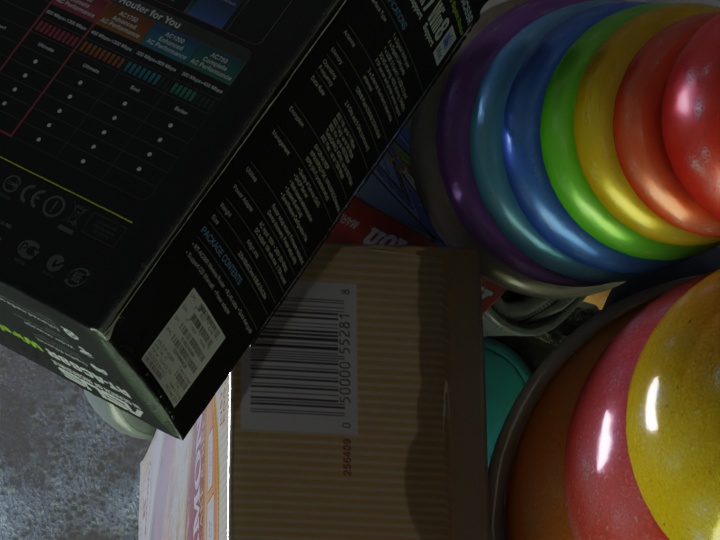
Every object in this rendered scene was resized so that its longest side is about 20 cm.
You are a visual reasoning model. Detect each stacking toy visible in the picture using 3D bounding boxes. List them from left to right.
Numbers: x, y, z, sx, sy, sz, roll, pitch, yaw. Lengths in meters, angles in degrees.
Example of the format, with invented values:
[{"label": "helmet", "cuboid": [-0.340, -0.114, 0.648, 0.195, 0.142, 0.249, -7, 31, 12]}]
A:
[{"label": "stacking toy", "cuboid": [0.074, -0.035, 0.742, 0.085, 0.086, 0.200, 26, 175, -11]}, {"label": "stacking toy", "cuboid": [0.105, 0.044, 0.718, 0.145, 0.147, 0.200, 26, 163, 8]}]

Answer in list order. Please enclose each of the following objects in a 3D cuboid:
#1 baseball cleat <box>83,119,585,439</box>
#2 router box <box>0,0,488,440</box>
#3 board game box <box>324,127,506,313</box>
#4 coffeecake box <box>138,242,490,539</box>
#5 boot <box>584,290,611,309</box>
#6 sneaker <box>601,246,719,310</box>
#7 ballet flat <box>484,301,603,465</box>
[{"label": "baseball cleat", "cuboid": [0.000, 0.000, 0.918, 0.070, 0.200, 0.107, 47, -170, -34]}, {"label": "router box", "cuboid": [-0.087, -0.065, 0.788, 0.199, 0.150, 0.062, 26, 162, 31]}, {"label": "board game box", "cuboid": [-0.034, -0.072, 0.881, 0.103, 0.019, 0.200, 26, -156, -47]}, {"label": "coffeecake box", "cuboid": [-0.019, 0.099, 0.858, 0.072, 0.155, 0.200, 3, 158, -10]}, {"label": "boot", "cuboid": [0.084, 0.012, 1.065, 0.200, 0.071, 0.144, 21, 139, -19]}, {"label": "sneaker", "cuboid": [0.135, 0.059, 1.028, 0.074, 0.082, 0.201, 8, 135, 33]}, {"label": "ballet flat", "cuboid": [0.076, 0.037, 0.936, 0.075, 0.068, 0.199, -30, -157, -37]}]
